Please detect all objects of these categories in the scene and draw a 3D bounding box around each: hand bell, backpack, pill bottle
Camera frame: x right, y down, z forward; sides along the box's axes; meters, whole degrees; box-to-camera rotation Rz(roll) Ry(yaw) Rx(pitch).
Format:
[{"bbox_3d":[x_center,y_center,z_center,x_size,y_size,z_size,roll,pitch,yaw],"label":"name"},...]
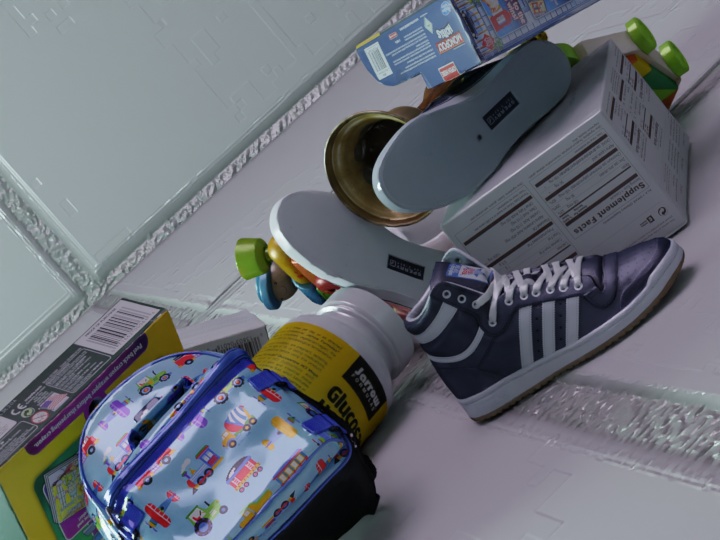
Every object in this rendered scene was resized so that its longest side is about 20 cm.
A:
[{"bbox_3d":[0.054,-0.127,1.655,0.104,0.104,0.200,-33,11,35],"label":"hand bell"},{"bbox_3d":[-0.113,0.138,1.396,0.182,0.200,0.135,-43,-31,-12],"label":"backpack"},{"bbox_3d":[-0.046,0.109,1.562,0.200,0.113,0.112,-49,13,-32],"label":"pill bottle"}]

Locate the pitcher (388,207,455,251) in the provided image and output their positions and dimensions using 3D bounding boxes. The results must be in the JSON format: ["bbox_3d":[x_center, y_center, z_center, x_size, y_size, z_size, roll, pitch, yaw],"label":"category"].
[{"bbox_3d":[0.062,-0.058,1.836,0.200,0.122,0.172,-10,27,51],"label":"pitcher"}]

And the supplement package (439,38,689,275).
[{"bbox_3d":[0.164,-0.069,1.539,0.156,0.111,0.200,-36,11,21],"label":"supplement package"}]

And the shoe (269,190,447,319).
[{"bbox_3d":[0.000,0.000,1.653,0.091,0.199,0.072,-31,42,59],"label":"shoe"}]

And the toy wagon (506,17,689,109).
[{"bbox_3d":[0.189,-0.152,1.674,0.155,0.040,0.200,-37,-28,20],"label":"toy wagon"}]

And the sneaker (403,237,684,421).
[{"bbox_3d":[0.121,0.014,1.368,0.200,0.109,0.070,-36,12,23],"label":"sneaker"}]

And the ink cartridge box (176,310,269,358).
[{"bbox_3d":[-0.142,0.079,1.824,0.108,0.051,0.200,-16,4,-6],"label":"ink cartridge box"}]

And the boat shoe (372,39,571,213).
[{"bbox_3d":[0.074,-0.103,1.520,0.200,0.071,0.091,-38,8,-26],"label":"boat shoe"}]

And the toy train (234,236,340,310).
[{"bbox_3d":[-0.062,-0.019,1.742,0.115,0.200,0.085,-6,68,19],"label":"toy train"}]

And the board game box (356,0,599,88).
[{"bbox_3d":[0.122,-0.211,1.541,0.199,0.062,0.200,-29,5,-20],"label":"board game box"}]

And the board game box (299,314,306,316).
[{"bbox_3d":[-0.060,0.102,1.762,0.127,0.035,0.200,-55,10,-7],"label":"board game box"}]

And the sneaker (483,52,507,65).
[{"bbox_3d":[0.126,-0.166,1.820,0.088,0.076,0.200,3,18,17],"label":"sneaker"}]

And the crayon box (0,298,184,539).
[{"bbox_3d":[-0.201,0.152,1.516,0.058,0.173,0.200,12,43,37],"label":"crayon box"}]
